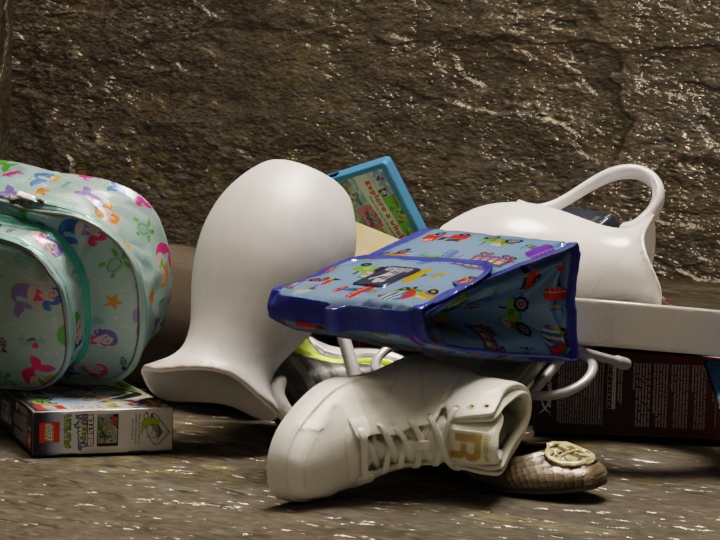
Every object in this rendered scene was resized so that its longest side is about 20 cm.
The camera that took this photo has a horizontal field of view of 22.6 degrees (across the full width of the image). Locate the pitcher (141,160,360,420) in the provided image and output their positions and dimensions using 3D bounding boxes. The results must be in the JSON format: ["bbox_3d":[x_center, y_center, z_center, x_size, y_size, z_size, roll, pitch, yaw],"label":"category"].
[{"bbox_3d":[-0.058,0.027,1.428,0.172,0.200,0.121,23,-22,-1],"label":"pitcher"}]

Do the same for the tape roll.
[{"bbox_3d":[0.214,0.044,1.442,0.203,0.037,0.203,5,0,0],"label":"tape roll"}]

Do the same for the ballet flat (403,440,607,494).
[{"bbox_3d":[0.091,0.129,1.311,0.200,0.046,0.067,6,6,42],"label":"ballet flat"}]

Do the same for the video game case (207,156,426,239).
[{"bbox_3d":[-0.030,-0.020,1.707,0.200,0.143,0.018,-16,25,28],"label":"video game case"}]

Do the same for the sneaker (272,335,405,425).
[{"bbox_3d":[-0.027,0.106,1.489,0.200,0.074,0.081,14,46,6],"label":"sneaker"}]

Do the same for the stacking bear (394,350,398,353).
[{"bbox_3d":[-0.005,0.050,2.003,0.200,0.122,0.114,-7,-10,41],"label":"stacking bear"}]

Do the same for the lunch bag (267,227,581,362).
[{"bbox_3d":[0.042,0.028,1.317,0.151,0.094,0.200,7,12,42],"label":"lunch bag"}]

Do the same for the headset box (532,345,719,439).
[{"bbox_3d":[0.252,0.101,1.583,0.200,0.075,0.149,2,4,7],"label":"headset box"}]

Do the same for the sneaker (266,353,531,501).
[{"bbox_3d":[0.036,0.111,1.232,0.116,0.074,0.200,11,25,37],"label":"sneaker"}]

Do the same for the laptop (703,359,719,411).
[{"bbox_3d":[0.372,0.101,1.301,0.187,0.116,0.200,1,-15,-8],"label":"laptop"}]

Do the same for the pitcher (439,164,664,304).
[{"bbox_3d":[0.173,-0.021,1.618,0.200,0.172,0.121,-1,-35,13],"label":"pitcher"}]

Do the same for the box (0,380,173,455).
[{"bbox_3d":[-0.229,0.113,1.446,0.110,0.035,0.200,0,5,-22],"label":"box"}]

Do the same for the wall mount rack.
[{"bbox_3d":[0.116,0.085,1.427,0.200,0.075,0.174,5,33,37],"label":"wall mount rack"}]

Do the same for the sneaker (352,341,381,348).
[{"bbox_3d":[0.013,0.054,1.809,0.200,0.078,0.116,-21,-15,38],"label":"sneaker"}]

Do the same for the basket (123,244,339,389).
[{"bbox_3d":[-0.121,0.057,1.647,0.200,0.136,0.180,12,20,44],"label":"basket"}]

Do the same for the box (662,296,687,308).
[{"bbox_3d":[0.215,0.046,1.701,0.200,0.100,0.075,26,7,8],"label":"box"}]

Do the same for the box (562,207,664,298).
[{"bbox_3d":[0.248,0.029,1.827,0.051,0.200,0.158,-37,16,-16],"label":"box"}]

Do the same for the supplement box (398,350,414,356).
[{"bbox_3d":[0.087,0.099,1.629,0.109,0.061,0.200,2,3,2],"label":"supplement box"}]

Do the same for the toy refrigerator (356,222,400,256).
[{"bbox_3d":[0.000,0.000,1.590,0.200,0.070,0.076,24,-18,44],"label":"toy refrigerator"}]

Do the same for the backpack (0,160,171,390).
[{"bbox_3d":[-0.258,0.009,1.455,0.200,0.178,0.151,7,27,7],"label":"backpack"}]
